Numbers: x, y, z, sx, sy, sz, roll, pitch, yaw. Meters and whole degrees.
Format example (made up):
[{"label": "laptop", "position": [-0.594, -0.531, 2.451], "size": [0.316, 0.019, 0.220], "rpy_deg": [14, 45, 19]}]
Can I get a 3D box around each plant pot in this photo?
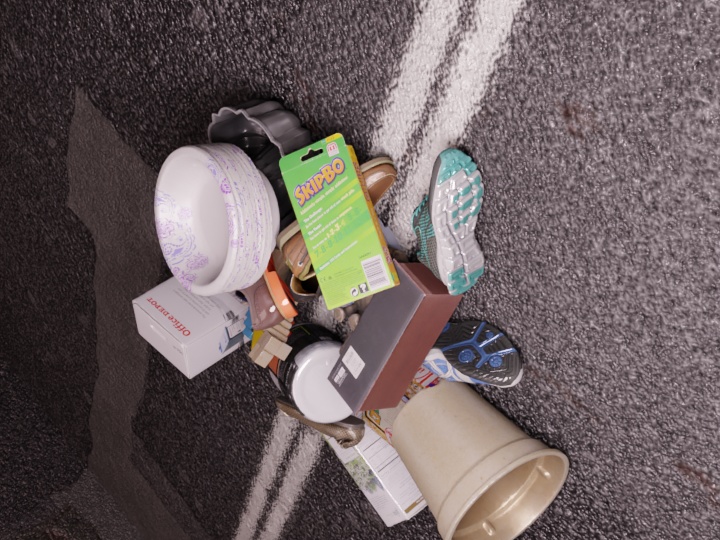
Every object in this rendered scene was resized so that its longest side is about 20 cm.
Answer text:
[{"label": "plant pot", "position": [0.140, 0.250, 1.418], "size": [0.184, 0.200, 0.201], "rpy_deg": [47, 151, 35]}]

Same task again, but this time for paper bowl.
[{"label": "paper bowl", "position": [-0.186, -0.072, 1.440], "size": [0.200, 0.104, 0.201], "rpy_deg": [16, 111, 48]}]

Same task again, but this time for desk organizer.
[{"label": "desk organizer", "position": [0.044, 0.086, 1.369], "size": [0.072, 0.077, 0.200], "rpy_deg": [49, 123, 35]}]

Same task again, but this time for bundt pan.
[{"label": "bundt pan", "position": [-0.121, -0.149, 1.483], "size": [0.202, 0.076, 0.202], "rpy_deg": [36, 144, 31]}]

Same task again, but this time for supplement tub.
[{"label": "supplement tub", "position": [-0.072, 0.150, 1.637], "size": [0.123, 0.122, 0.200], "rpy_deg": [66, 169, -17]}]

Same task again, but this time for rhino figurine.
[{"label": "rhino figurine", "position": [0.014, 0.052, 1.415], "size": [0.060, 0.087, 0.200], "rpy_deg": [46, 137, 36]}]

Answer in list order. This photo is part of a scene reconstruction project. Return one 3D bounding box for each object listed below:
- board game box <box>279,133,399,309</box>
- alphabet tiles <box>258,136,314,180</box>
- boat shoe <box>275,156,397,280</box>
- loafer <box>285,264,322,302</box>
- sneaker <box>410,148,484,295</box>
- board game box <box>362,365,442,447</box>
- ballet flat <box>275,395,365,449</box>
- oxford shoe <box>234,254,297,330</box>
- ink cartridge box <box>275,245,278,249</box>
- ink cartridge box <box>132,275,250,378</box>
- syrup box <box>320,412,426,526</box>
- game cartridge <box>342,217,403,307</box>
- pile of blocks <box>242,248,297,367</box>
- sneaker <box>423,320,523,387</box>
[{"label": "board game box", "position": [-0.028, -0.061, 1.322], "size": [0.095, 0.030, 0.201], "rpy_deg": [-21, 88, 22]}, {"label": "alphabet tiles", "position": [-0.097, -0.126, 1.555], "size": [0.200, 0.006, 0.167], "rpy_deg": [-6, 115, 57]}, {"label": "boat shoe", "position": [-0.020, -0.063, 1.372], "size": [0.200, 0.072, 0.068], "rpy_deg": [-41, 64, 28]}, {"label": "loafer", "position": [-0.074, 0.005, 1.507], "size": [0.073, 0.072, 0.200], "rpy_deg": [49, 151, 4]}, {"label": "sneaker", "position": [0.094, -0.064, 1.278], "size": [0.091, 0.077, 0.201], "rpy_deg": [35, 143, 38]}, {"label": "board game box", "position": [0.069, 0.197, 1.588], "size": [0.151, 0.046, 0.200], "rpy_deg": [38, 145, 30]}, {"label": "ballet flat", "position": [-0.066, 0.234, 1.657], "size": [0.200, 0.067, 0.047], "rpy_deg": [14, 102, 46]}, {"label": "oxford shoe", "position": [-0.159, -0.002, 1.524], "size": [0.200, 0.072, 0.071], "rpy_deg": [62, -177, 36]}, {"label": "ink cartridge box", "position": [-0.168, -0.038, 1.718], "size": [0.200, 0.037, 0.095], "rpy_deg": [54, 150, 7]}, {"label": "ink cartridge box", "position": [-0.253, 0.065, 1.772], "size": [0.146, 0.200, 0.086], "rpy_deg": [36, 145, 31]}, {"label": "syrup box", "position": [0.030, 0.305, 1.715], "size": [0.200, 0.081, 0.079], "rpy_deg": [53, 149, 5]}, {"label": "game cartridge", "position": [0.000, 0.000, 1.506], "size": [0.134, 0.040, 0.200], "rpy_deg": [56, 150, -12]}, {"label": "pile of blocks", "position": [-0.132, 0.062, 1.619], "size": [0.082, 0.201, 0.062], "rpy_deg": [-15, 144, 36]}, {"label": "sneaker", "position": [0.137, 0.110, 1.399], "size": [0.200, 0.076, 0.077], "rpy_deg": [21, 157, 46]}]
